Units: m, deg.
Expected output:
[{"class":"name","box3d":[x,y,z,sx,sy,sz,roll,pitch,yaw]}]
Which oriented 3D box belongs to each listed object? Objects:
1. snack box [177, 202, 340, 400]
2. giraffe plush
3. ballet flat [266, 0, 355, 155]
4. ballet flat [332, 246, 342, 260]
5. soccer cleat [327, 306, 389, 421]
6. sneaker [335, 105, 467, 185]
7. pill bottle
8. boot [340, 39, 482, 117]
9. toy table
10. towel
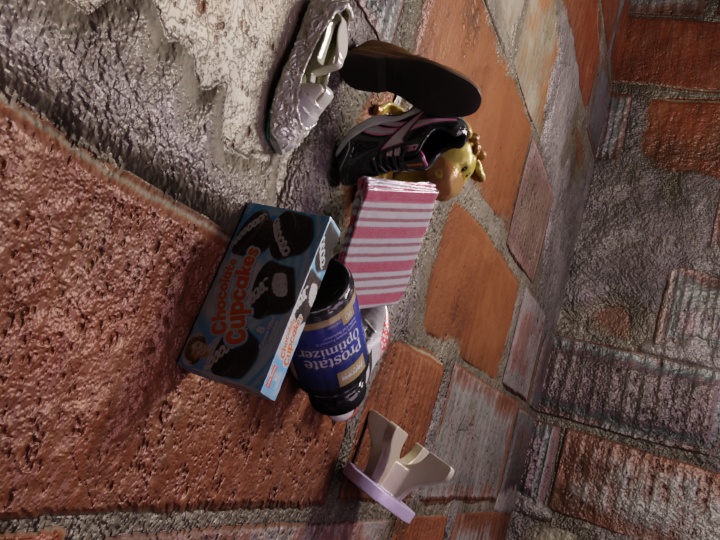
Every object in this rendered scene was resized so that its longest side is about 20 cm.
[{"class":"snack box","box3d":[-0.109,0.028,0.777,0.037,0.114,0.204,51,55,-57]},{"class":"giraffe plush","box3d":[0.106,-0.164,1.083,0.171,0.159,0.206,2,99,-63]},{"class":"ballet flat","box3d":[-0.055,-0.235,0.840,0.072,0.070,0.205,31,73,-62]},{"class":"ballet flat","box3d":[0.000,0.000,1.081,0.067,0.056,0.199,-58,150,9]},{"class":"soccer cleat","box3d":[-0.009,0.130,1.080,0.204,0.067,0.085,-68,156,-11]},{"class":"sneaker","box3d":[0.056,-0.168,0.965,0.081,0.197,0.088,49,15,-48]},{"class":"pill bottle","box3d":[-0.047,0.093,0.935,0.113,0.109,0.203,-54,144,-40]},{"class":"boot","box3d":[0.075,-0.265,0.943,0.076,0.196,0.075,-55,160,-41]},{"class":"toy table","box3d":[0.057,0.334,1.198,0.118,0.182,0.201,-53,157,-10]},{"class":"towel","box3d":[0.028,-0.035,1.015,0.144,0.030,0.204,-2,119,-40]}]
